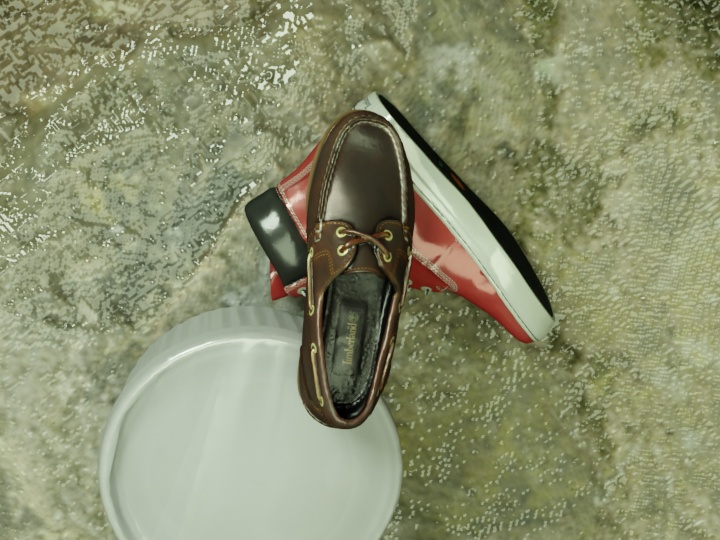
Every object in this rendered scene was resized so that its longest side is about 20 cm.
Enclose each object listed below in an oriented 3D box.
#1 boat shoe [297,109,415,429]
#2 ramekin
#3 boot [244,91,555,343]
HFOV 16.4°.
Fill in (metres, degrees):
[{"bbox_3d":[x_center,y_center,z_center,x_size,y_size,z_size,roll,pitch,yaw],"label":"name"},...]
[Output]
[{"bbox_3d":[0.000,0.000,1.560,0.070,0.070,0.202,3,93,-9],"label":"boat shoe"},{"bbox_3d":[-0.076,0.116,1.665,0.201,0.094,0.204,-3,113,-6],"label":"ramekin"},{"bbox_3d":[0.022,0.000,1.645,0.144,0.072,0.200,-41,103,11],"label":"boot"}]
